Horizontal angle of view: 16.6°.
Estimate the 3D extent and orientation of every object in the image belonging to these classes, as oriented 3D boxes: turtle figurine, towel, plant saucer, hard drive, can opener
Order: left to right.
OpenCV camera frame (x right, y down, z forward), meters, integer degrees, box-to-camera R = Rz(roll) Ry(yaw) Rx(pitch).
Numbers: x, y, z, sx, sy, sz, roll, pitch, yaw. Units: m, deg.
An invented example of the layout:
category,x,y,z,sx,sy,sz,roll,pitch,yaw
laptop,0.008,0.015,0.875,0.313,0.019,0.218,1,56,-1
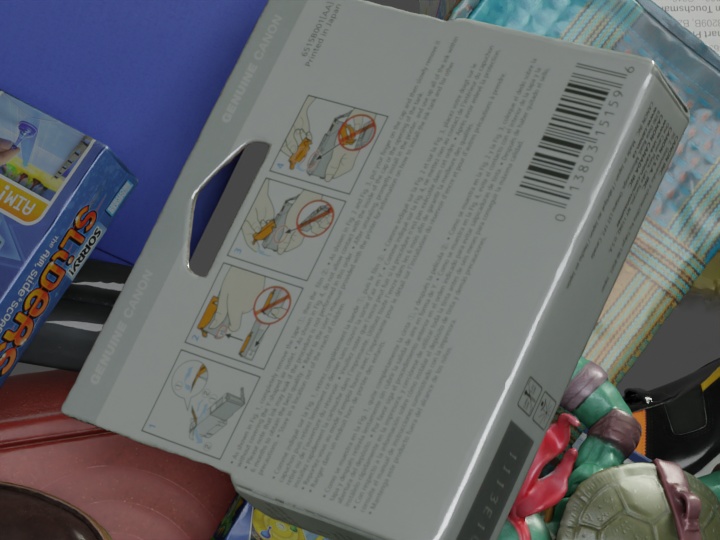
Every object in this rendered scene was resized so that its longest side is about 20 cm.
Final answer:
category,x,y,z,sx,sy,sz,roll,pitch,yaw
can opener,-0.135,0.028,1.037,0.200,0.067,0.053,10,41,-5
plant saucer,-0.107,0.138,1.042,0.200,0.037,0.200,-8,85,-13
hard drive,-0.101,-0.094,1.034,0.132,0.025,0.200,25,105,-8
towel,0.067,-0.024,0.981,0.147,0.022,0.200,37,85,-9
turtle figurine,0.099,0.107,0.947,0.200,0.101,0.150,6,98,-26

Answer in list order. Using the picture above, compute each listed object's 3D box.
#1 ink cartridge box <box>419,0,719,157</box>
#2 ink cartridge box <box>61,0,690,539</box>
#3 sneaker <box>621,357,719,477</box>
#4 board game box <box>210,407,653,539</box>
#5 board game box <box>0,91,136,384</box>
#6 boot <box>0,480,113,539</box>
category,x,y,z,sx,sy,sz,roll,pitch,yaw
ink cartridge box,0.098,-0.109,1.069,0.125,0.129,0.200,-1,83,-11
ink cartridge box,0.004,-0.001,0.920,0.174,0.044,0.200,17,74,34
sneaker,0.092,0.080,1.072,0.200,0.070,0.090,-37,94,-12
board game box,0.050,0.115,1.011,0.200,0.034,0.135,30,87,-11
board game box,-0.205,-0.027,0.985,0.200,0.034,0.135,29,79,27
boot,-0.206,0.115,0.930,0.200,0.166,0.072,2,87,11
